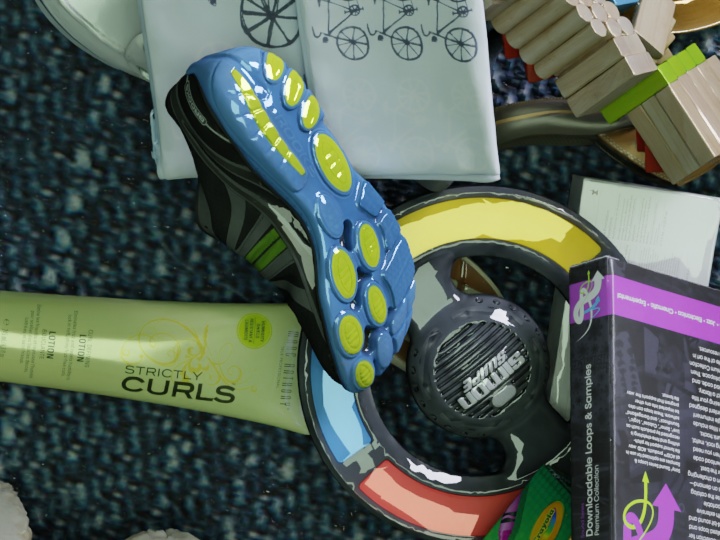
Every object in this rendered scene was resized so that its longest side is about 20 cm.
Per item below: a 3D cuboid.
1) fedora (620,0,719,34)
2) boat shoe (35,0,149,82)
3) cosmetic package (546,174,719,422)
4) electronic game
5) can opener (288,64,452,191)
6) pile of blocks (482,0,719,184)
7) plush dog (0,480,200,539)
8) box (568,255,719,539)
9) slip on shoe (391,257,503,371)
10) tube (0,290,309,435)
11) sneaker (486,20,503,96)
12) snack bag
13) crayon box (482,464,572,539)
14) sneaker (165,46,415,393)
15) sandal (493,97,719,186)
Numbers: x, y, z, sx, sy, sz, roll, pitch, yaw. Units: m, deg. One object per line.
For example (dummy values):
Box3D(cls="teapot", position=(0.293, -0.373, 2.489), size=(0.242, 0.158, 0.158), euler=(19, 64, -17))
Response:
Box3D(cls="fedora", position=(0.184, -0.228, 1.450), size=(0.201, 0.082, 0.201), euler=(-3, 101, -19))
Box3D(cls="boat shoe", position=(-0.089, -0.131, 1.470), size=(0.200, 0.067, 0.074), euler=(24, 93, -5))
Box3D(cls="cosmetic package", position=(0.147, 0.050, 1.507), size=(0.083, 0.051, 0.200), euler=(9, 94, -7))
Box3D(cls="electronic game", position=(0.065, 0.052, 1.451), size=(0.200, 0.042, 0.200), euler=(-1, 96, -7))
Box3D(cls="can opener", position=(-0.023, -0.120, 1.416), size=(0.200, 0.067, 0.053), euler=(34, 70, 3))
Box3D(cls="pile of blocks", position=(0.120, -0.120, 1.407), size=(0.200, 0.082, 0.062), euler=(41, 132, -17))
Box3D(cls="plush dog", position=(-0.185, 0.231, 1.469), size=(0.200, 0.160, 0.172), euler=(16, 120, -3))
Box3D(cls="box", position=(0.170, 0.104, 1.417), size=(0.143, 0.036, 0.200), euler=(16, 67, -40))
Box3D(cls="slip on shoe", position=(0.000, 0.000, 1.490), size=(0.200, 0.061, 0.076), euler=(28, 91, -12))
Box3D(cls="tube", position=(-0.118, 0.045, 1.494), size=(0.200, 0.052, 0.058), euler=(7, 135, -9))
Box3D(cls="sneaker", position=(0.068, -0.172, 1.430), size=(0.074, 0.081, 0.200), euler=(-16, 136, -35))
Box3D(cls="snack bag", position=(-0.030, -0.132, 1.379), size=(0.200, 0.021, 0.189), euler=(2, 116, 17))
Box3D(cls="crayon box", position=(0.142, 0.206, 1.470), size=(0.200, 0.058, 0.119), euler=(34, 98, -34))
Box3D(cls="sneaker", position=(-0.037, -0.027, 1.394), size=(0.071, 0.083, 0.200), euler=(-42, 112, -35))
Box3D(cls="sandal", position=(0.158, -0.072, 1.480), size=(0.200, 0.082, 0.055), euler=(-5, 84, 0))
